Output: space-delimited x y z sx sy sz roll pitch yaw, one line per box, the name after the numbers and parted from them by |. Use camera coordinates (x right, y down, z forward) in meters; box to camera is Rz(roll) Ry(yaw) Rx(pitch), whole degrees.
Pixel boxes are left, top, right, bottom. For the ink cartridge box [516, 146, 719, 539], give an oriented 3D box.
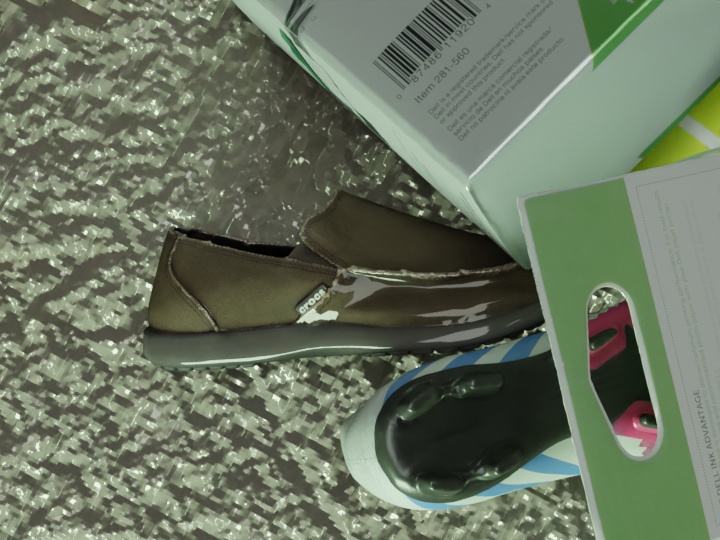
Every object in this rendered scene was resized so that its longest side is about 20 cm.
0.147 0.025 0.724 0.199 0.048 0.146 -13 89 -27 | ink cartridge box

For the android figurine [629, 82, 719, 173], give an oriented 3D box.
0.135 -0.099 0.823 0.182 0.041 0.200 37 88 17 | android figurine

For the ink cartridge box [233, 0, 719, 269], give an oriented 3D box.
0.045 -0.122 0.783 0.146 0.084 0.200 -44 56 -2 | ink cartridge box

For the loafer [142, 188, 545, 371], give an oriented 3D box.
0.000 0.000 0.798 0.199 0.073 0.071 -6 94 6 | loafer

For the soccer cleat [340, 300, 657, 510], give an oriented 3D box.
0.084 0.052 0.771 0.199 0.086 0.070 -9 87 -20 | soccer cleat
